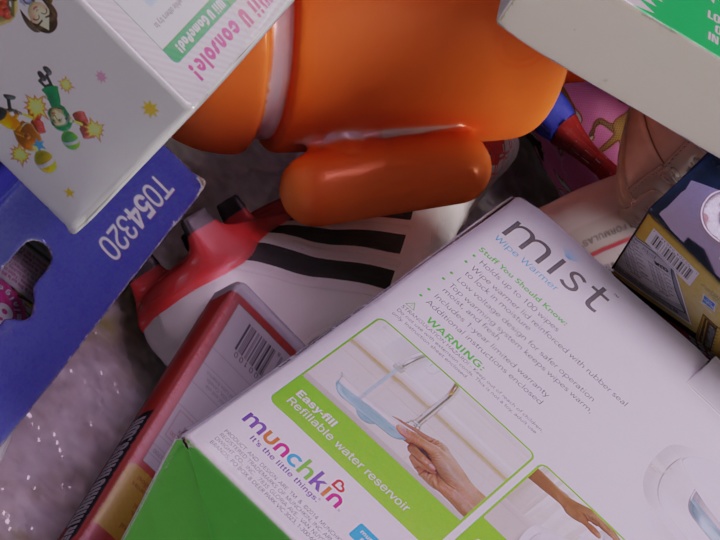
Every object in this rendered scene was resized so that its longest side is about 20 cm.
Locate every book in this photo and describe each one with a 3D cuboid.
[{"bbox_3d":[0.114,-0.105,0.788,0.133,0.048,0.201,29,36,-11],"label":"book"}]

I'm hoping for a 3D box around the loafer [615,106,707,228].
[{"bbox_3d":[0.131,-0.096,0.890,0.069,0.070,0.201,17,49,-14],"label":"loafer"}]

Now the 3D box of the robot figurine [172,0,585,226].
[{"bbox_3d":[-0.003,-0.100,0.832,0.198,0.145,0.117,-4,20,-15],"label":"robot figurine"}]

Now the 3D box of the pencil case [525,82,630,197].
[{"bbox_3d":[0.115,-0.039,1.011,0.086,0.083,0.201,-18,73,-53],"label":"pencil case"}]

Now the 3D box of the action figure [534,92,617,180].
[{"bbox_3d":[0.040,-0.112,0.940,0.200,0.065,0.099,43,3,17],"label":"action figure"}]

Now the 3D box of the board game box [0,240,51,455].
[{"bbox_3d":[-0.158,-0.009,0.704,0.147,0.064,0.201,38,37,-16],"label":"board game box"}]

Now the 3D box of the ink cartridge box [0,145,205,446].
[{"bbox_3d":[-0.141,-0.054,0.663,0.200,0.043,0.197,42,37,-8],"label":"ink cartridge box"}]

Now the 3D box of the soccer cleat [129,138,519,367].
[{"bbox_3d":[0.000,0.000,0.876,0.200,0.068,0.086,-28,86,-49],"label":"soccer cleat"}]

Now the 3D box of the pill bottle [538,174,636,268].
[{"bbox_3d":[0.118,0.072,0.896,0.112,0.112,0.201,-4,66,-48],"label":"pill bottle"}]

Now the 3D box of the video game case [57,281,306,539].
[{"bbox_3d":[-0.034,0.118,0.743,0.143,0.017,0.201,46,46,-17],"label":"video game case"}]

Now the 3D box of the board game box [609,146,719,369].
[{"bbox_3d":[0.155,0.065,0.771,0.035,0.136,0.200,-41,81,-20],"label":"board game box"}]

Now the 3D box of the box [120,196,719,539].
[{"bbox_3d":[0.055,0.101,0.705,0.200,0.097,0.176,42,41,11],"label":"box"}]

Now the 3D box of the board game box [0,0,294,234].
[{"bbox_3d":[-0.104,-0.129,0.680,0.200,0.064,0.148,44,37,-6],"label":"board game box"}]
